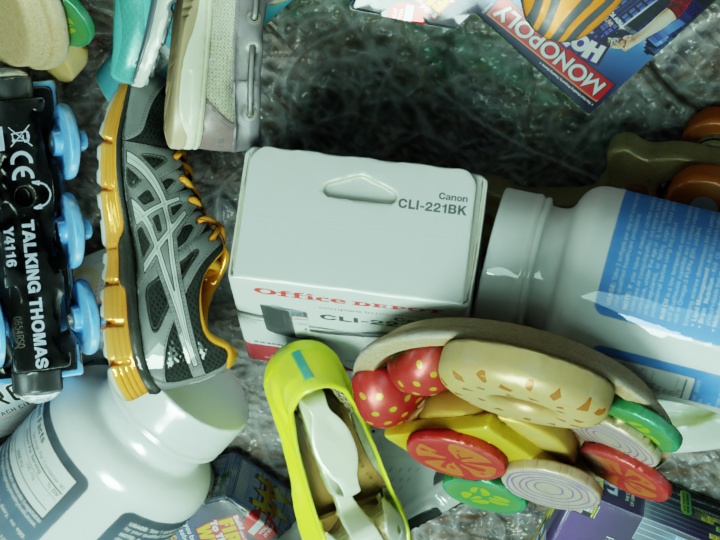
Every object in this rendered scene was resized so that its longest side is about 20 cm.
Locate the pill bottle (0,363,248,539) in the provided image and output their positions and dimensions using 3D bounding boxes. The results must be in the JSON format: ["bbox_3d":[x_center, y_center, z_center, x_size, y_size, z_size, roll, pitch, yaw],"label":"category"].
[{"bbox_3d":[-0.165,0.131,1.700,0.119,0.120,0.200,38,114,-15],"label":"pill bottle"}]

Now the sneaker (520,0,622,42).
[{"bbox_3d":[0.139,-0.198,1.481,0.077,0.112,0.201,21,120,-6],"label":"sneaker"}]

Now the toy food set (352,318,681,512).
[{"bbox_3d":[0.092,0.087,1.580,0.199,0.049,0.198,-9,146,44],"label":"toy food set"}]

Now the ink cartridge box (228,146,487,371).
[{"bbox_3d":[0.000,0.000,1.642,0.143,0.084,0.200,7,164,3],"label":"ink cartridge box"}]

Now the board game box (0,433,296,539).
[{"bbox_3d":[-0.145,0.156,1.821,0.199,0.062,0.201,-15,115,13],"label":"board game box"}]

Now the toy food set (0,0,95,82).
[{"bbox_3d":[-0.226,-0.200,1.577,0.200,0.049,0.198,50,160,5],"label":"toy food set"}]

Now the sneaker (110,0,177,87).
[{"bbox_3d":[-0.146,-0.207,1.580,0.079,0.077,0.201,-5,94,-11],"label":"sneaker"}]

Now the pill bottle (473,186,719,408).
[{"bbox_3d":[0.172,0.013,1.587,0.199,0.112,0.113,15,122,5],"label":"pill bottle"}]

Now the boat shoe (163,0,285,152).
[{"bbox_3d":[-0.072,-0.167,1.584,0.064,0.072,0.201,9,87,-13],"label":"boat shoe"}]

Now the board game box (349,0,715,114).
[{"bbox_3d":[0.099,-0.198,1.588,0.200,0.062,0.200,40,118,-16],"label":"board game box"}]

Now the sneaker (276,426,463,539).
[{"bbox_3d":[-0.002,0.145,1.765,0.200,0.074,0.080,-35,106,-23],"label":"sneaker"}]

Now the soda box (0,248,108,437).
[{"bbox_3d":[-0.217,0.054,1.746,0.199,0.069,0.064,-22,139,6],"label":"soda box"}]

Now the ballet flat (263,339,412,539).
[{"bbox_3d":[-0.009,0.136,1.660,0.067,0.067,0.201,-24,117,-10],"label":"ballet flat"}]

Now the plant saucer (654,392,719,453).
[{"bbox_3d":[0.152,0.074,1.709,0.199,0.051,0.200,5,166,1],"label":"plant saucer"}]

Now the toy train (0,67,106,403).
[{"bbox_3d":[-0.211,-0.020,1.638,0.086,0.114,0.201,-7,92,-21],"label":"toy train"}]

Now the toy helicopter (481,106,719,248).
[{"bbox_3d":[0.156,-0.028,1.685,0.199,0.079,0.133,2,128,16],"label":"toy helicopter"}]

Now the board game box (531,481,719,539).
[{"bbox_3d":[0.184,0.237,1.840,0.165,0.057,0.201,20,121,-6],"label":"board game box"}]

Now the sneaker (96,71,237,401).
[{"bbox_3d":[-0.116,-0.023,1.615,0.077,0.078,0.201,-4,83,4],"label":"sneaker"}]

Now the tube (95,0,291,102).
[{"bbox_3d":[-0.080,-0.170,1.639,0.077,0.050,0.200,42,113,-10],"label":"tube"}]
